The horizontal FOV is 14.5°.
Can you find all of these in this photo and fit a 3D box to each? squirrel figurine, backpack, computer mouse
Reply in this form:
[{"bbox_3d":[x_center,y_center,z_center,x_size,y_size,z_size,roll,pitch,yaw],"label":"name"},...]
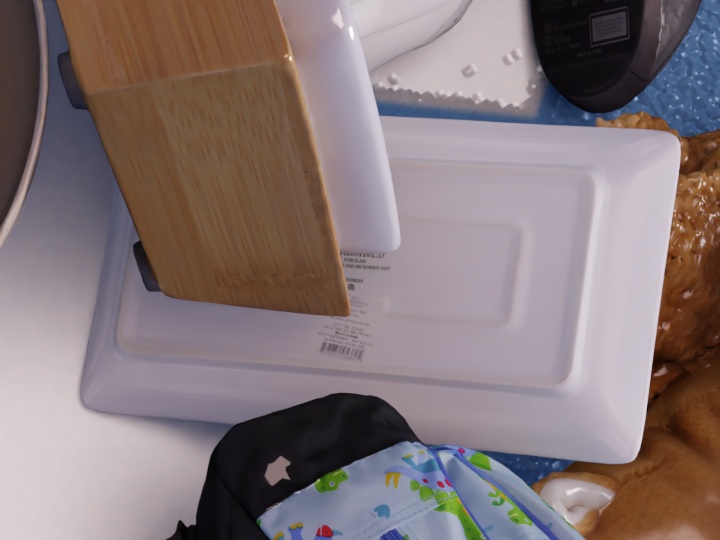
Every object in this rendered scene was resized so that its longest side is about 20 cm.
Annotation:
[{"bbox_3d":[0.125,0.044,0.954,0.186,0.142,0.200,-28,76,-6],"label":"squirrel figurine"},{"bbox_3d":[0.039,0.152,0.855,0.153,0.163,0.200,-14,49,-22],"label":"backpack"},{"bbox_3d":[0.109,-0.160,0.970,0.046,0.140,0.201,0,81,-33],"label":"computer mouse"}]

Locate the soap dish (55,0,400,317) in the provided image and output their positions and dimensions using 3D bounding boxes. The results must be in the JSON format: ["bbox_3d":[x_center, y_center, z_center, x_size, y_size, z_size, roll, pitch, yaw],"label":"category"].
[{"bbox_3d":[-0.055,-0.099,0.828,0.081,0.157,0.200,-18,64,-2],"label":"soap dish"}]

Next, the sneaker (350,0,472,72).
[{"bbox_3d":[0.022,-0.129,0.951,0.200,0.087,0.075,-40,54,5],"label":"sneaker"}]

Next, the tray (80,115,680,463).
[{"bbox_3d":[0.000,0.000,0.912,0.200,0.022,0.108,4,80,24],"label":"tray"}]

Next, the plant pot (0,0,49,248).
[{"bbox_3d":[-0.193,-0.052,0.862,0.200,0.134,0.201,0,86,-4],"label":"plant pot"}]
